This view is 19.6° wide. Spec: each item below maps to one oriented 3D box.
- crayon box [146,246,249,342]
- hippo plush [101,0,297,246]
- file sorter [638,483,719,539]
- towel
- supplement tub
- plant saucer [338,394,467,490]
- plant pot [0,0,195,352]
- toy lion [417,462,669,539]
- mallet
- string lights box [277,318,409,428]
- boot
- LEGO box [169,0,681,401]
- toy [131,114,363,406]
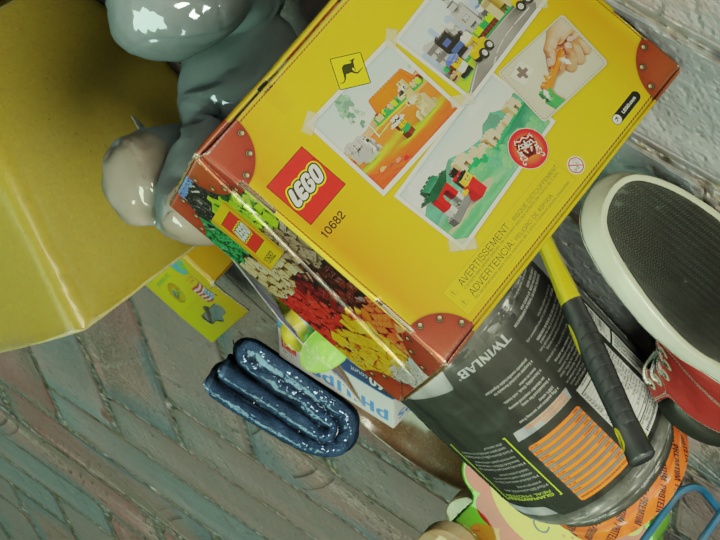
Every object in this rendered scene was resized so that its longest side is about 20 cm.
[{"bbox_3d":[-0.159,-0.038,1.575,0.200,0.051,0.127,43,159,-5],"label":"crayon box"},{"bbox_3d":[-0.055,-0.120,1.139,0.159,0.200,0.162,9,119,34],"label":"hippo plush"},{"bbox_3d":[0.264,0.222,1.272,0.139,0.123,0.200,51,156,-25],"label":"file sorter"},{"bbox_3d":[-0.052,0.093,1.475,0.111,0.049,0.200,34,177,1],"label":"towel"},{"bbox_3d":[0.100,0.066,1.226,0.200,0.123,0.122,45,160,-30],"label":"supplement tub"},{"bbox_3d":[0.042,0.087,1.502,0.200,0.037,0.201,35,158,16],"label":"plant saucer"},{"bbox_3d":[-0.228,-0.076,1.388,0.195,0.194,0.201,-12,110,42],"label":"plant pot"},{"bbox_3d":[0.142,0.177,1.392,0.200,0.069,0.192,46,130,5],"label":"toy lion"},{"bbox_3d":[0.109,0.013,1.120,0.066,0.041,0.201,108,141,-77],"label":"mallet"},{"bbox_3d":[0.000,0.000,1.326,0.102,0.059,0.201,31,146,24],"label":"string lights box"},{"bbox_3d":[0.168,0.029,1.130,0.200,0.073,0.144,43,161,-16],"label":"boot"},{"bbox_3d":[0.031,-0.065,0.987,0.149,0.200,0.077,41,159,0],"label":"LEGO box"},{"bbox_3d":[-0.055,-0.018,1.234,0.115,0.047,0.200,48,-174,-48],"label":"toy"}]
